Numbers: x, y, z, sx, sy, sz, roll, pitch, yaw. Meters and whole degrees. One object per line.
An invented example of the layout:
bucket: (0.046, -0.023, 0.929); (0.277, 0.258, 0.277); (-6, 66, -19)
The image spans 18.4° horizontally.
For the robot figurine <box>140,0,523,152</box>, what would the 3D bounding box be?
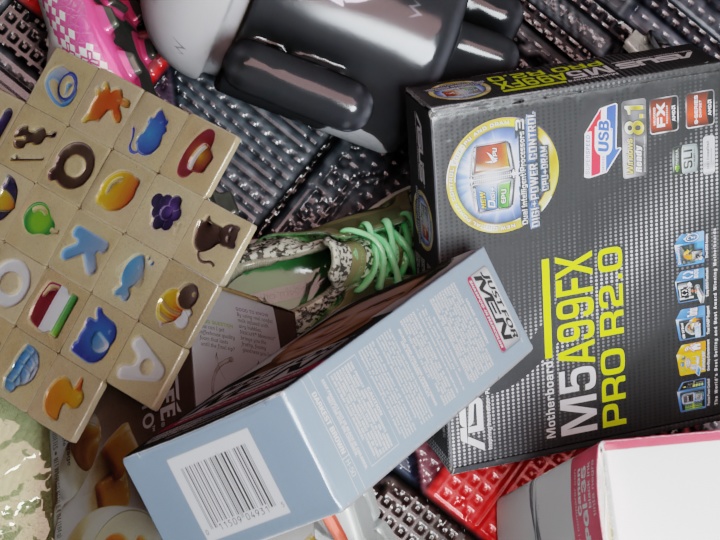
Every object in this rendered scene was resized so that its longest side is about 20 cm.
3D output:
robot figurine: (-0.016, -0.138, 1.170); (0.199, 0.150, 0.125); (21, 90, -8)

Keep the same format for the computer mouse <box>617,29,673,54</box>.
computer mouse: (0.147, -0.029, 1.223); (0.139, 0.053, 0.200); (46, 75, -2)

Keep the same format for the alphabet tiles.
alphabet tiles: (-0.145, -0.016, 1.101); (0.200, 0.006, 0.167); (28, 88, 34)

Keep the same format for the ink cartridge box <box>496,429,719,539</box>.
ink cartridge box: (0.162, 0.134, 1.125); (0.146, 0.200, 0.083); (-5, 78, -12)

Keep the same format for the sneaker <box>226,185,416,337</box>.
sneaker: (0.000, 0.000, 1.162); (0.199, 0.089, 0.077); (-20, 87, -6)

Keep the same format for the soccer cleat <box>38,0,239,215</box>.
soccer cleat: (-0.141, -0.083, 1.166); (0.086, 0.070, 0.201); (-29, 77, 13)

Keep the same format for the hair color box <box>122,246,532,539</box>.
hair color box: (-0.010, 0.060, 1.033); (0.200, 0.099, 0.061); (-33, 98, -56)

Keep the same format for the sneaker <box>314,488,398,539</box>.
sneaker: (-0.024, 0.158, 1.161); (0.082, 0.077, 0.201); (-16, 91, 18)

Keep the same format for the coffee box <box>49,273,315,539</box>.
coffee box: (-0.087, 0.119, 1.083); (0.080, 0.114, 0.201); (19, 56, -43)

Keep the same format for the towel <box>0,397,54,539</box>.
towel: (-0.229, 0.117, 1.131); (0.200, 0.036, 0.149); (-28, 87, -14)

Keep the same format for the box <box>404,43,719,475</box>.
box: (0.109, -0.006, 1.147); (0.160, 0.044, 0.201); (-10, 112, -15)
